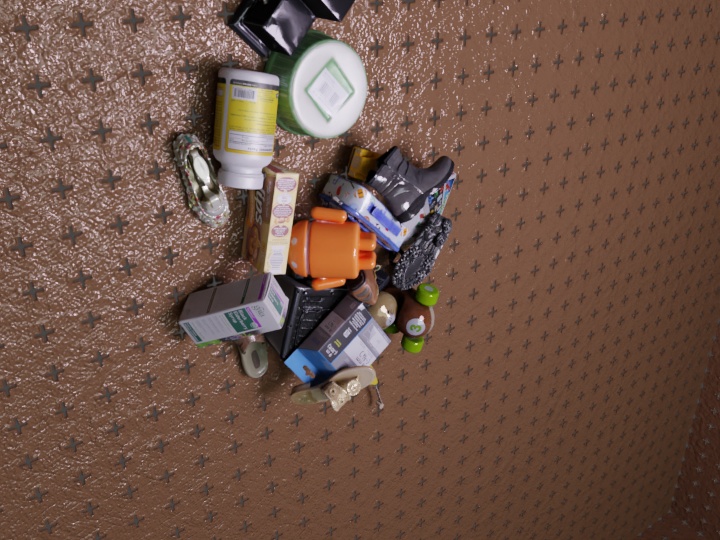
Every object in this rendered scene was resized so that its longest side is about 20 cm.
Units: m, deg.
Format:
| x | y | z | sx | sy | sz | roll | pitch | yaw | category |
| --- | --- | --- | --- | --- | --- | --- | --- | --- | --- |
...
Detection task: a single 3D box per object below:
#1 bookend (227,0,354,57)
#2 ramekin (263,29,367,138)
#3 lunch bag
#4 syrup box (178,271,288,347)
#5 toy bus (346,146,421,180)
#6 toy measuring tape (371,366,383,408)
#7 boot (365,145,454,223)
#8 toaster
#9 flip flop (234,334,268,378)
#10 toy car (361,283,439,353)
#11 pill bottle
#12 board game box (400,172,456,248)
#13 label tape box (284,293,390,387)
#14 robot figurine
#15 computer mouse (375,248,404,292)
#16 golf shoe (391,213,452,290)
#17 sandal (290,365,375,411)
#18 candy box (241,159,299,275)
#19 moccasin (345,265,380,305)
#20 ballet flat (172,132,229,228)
| x | y | z | sx | sy | sz | roll | pitch | yaw | category |
| --- | --- | --- | --- | --- | --- | --- | --- | --- | --- |
| -0.104 | -0.465 | 1.105 | 0.092 | 0.198 | 0.202 | 34 | 90 | -43 | bookend |
| -0.081 | -0.353 | 1.239 | 0.196 | 0.097 | 0.205 | -16 | 119 | -30 | ramekin |
| 0.008 | -0.121 | 1.372 | 0.199 | 0.159 | 0.076 | 36 | 88 | -41 | lunch bag |
| -0.247 | 0.078 | 1.258 | 0.195 | 0.083 | 0.080 | -13 | 130 | 20 | syrup box |
| 0.057 | -0.216 | 1.405 | 0.198 | 0.077 | 0.067 | 4 | 109 | -53 | toy bus |
| 0.007 | 0.286 | 1.621 | 0.073 | 0.073 | 0.203 | -31 | 125 | -20 | toy measuring tape |
| 0.106 | -0.208 | 1.332 | 0.132 | 0.069 | 0.201 | 50 | 60 | -16 | boot |
| -0.106 | 0.108 | 1.421 | 0.177 | 0.118 | 0.205 | 2 | 109 | -36 | toaster |
| -0.237 | 0.155 | 1.386 | 0.080 | 0.057 | 0.204 | -25 | 124 | -24 | flip flop |
| 0.062 | 0.103 | 1.508 | 0.197 | 0.157 | 0.168 | -10 | 126 | -39 | toy car |
| -0.211 | -0.257 | 1.169 | 0.110 | 0.112 | 0.205 | -2 | 107 | -35 | pill bottle |
| 0.140 | -0.140 | 1.488 | 0.124 | 0.035 | 0.202 | -22 | 149 | -28 | board game box |
| -0.045 | 0.174 | 1.377 | 0.200 | 0.063 | 0.145 | -47 | 130 | -10 | label tape box |
| -0.066 | -0.041 | 1.297 | 0.194 | 0.119 | 0.145 | 3 | 148 | 2 | robot figurine |
| 0.052 | 0.005 | 1.494 | 0.200 | 0.058 | 0.035 | -44 | 154 | -48 | computer mouse |
| 0.145 | -0.035 | 1.498 | 0.077 | 0.095 | 0.201 | 38 | 84 | 4 | golf shoe |
| -0.059 | 0.269 | 1.360 | 0.208 | 0.071 | 0.078 | -19 | 133 | 23 | sandal |
| -0.181 | -0.107 | 1.268 | 0.054 | 0.115 | 0.205 | -2 | 112 | -35 | candy box |
| 0.001 | -0.001 | 1.401 | 0.073 | 0.203 | 0.078 | -38 | 125 | 8 | moccasin |
| -0.292 | -0.157 | 1.197 | 0.075 | 0.064 | 0.203 | -34 | 128 | -19 | ballet flat |
